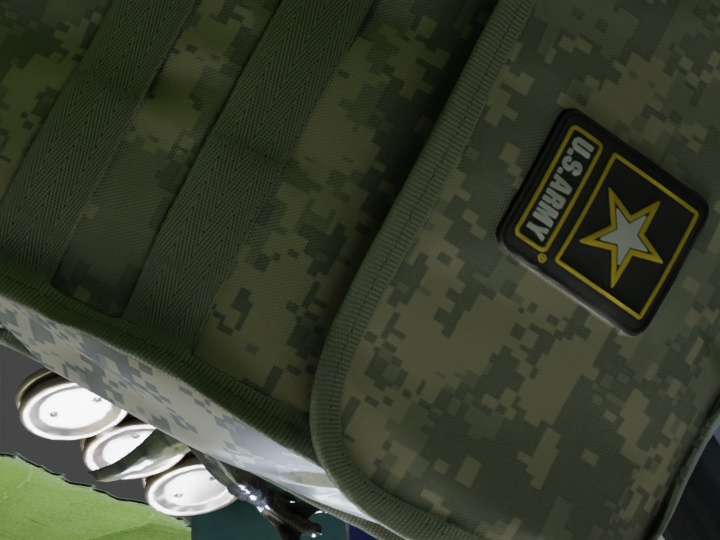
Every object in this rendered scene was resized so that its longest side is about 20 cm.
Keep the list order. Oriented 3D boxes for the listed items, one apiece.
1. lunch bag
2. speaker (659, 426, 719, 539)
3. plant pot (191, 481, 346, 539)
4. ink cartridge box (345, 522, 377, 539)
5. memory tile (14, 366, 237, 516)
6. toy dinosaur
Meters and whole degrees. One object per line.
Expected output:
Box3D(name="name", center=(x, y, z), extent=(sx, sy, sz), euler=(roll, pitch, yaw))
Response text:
Box3D(name="lunch bag", center=(0.010, -0.023, 0.553), extent=(0.200, 0.164, 0.118), euler=(25, 169, 14))
Box3D(name="speaker", center=(0.152, 0.119, 0.988), extent=(0.081, 0.081, 0.200), euler=(-10, 114, 59))
Box3D(name="plant pot", center=(0.041, 0.128, 1.133), extent=(0.161, 0.201, 0.201), euler=(-14, 150, 41))
Box3D(name="ink cartridge box", center=(0.070, 0.128, 0.973), extent=(0.043, 0.197, 0.200), euler=(-23, 144, 30))
Box3D(name="memory tile", center=(-0.041, 0.045, 1.014), extent=(0.200, 0.017, 0.153), euler=(-26, 144, 19))
Box3D(name="toy dinosaur", center=(-0.042, 0.063, 0.853), extent=(0.088, 0.047, 0.200), euler=(30, 153, -5))
